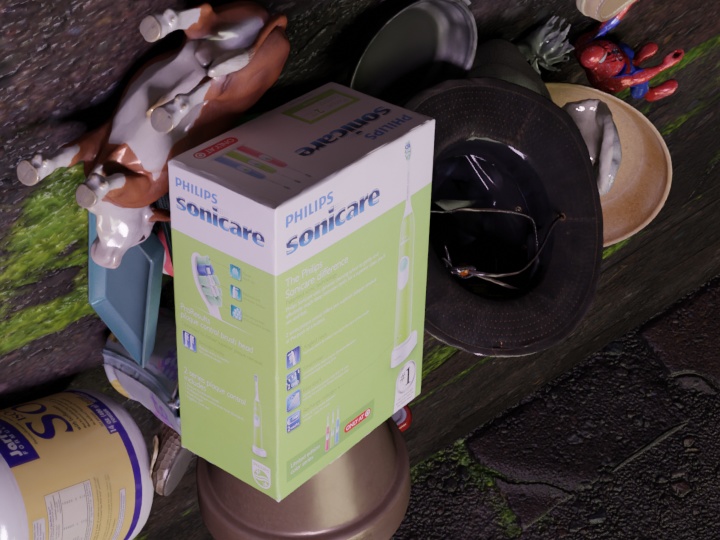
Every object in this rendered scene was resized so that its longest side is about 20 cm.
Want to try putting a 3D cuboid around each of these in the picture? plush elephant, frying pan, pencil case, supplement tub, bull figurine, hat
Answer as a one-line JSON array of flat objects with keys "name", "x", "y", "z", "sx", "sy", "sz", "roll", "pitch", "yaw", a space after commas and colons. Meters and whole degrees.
[{"name": "plush elephant", "x": 0.121, "y": -0.094, "z": 1.101, "sx": 0.199, "sy": 0.155, "sz": 0.165, "roll": -30, "pitch": 165, "yaw": -13}, {"name": "frying pan", "x": 0.048, "y": -0.172, "z": 0.945, "sx": 0.115, "sy": 0.031, "sz": 0.191, "roll": -3, "pitch": 126, "yaw": -46}, {"name": "pencil case", "x": -0.133, "y": 0.087, "z": 1.085, "sx": 0.090, "sy": 0.084, "sz": 0.200, "roll": -10, "pitch": -164, "yaw": -27}, {"name": "supplement tub", "x": -0.284, "y": 0.186, "z": 1.136, "sx": 0.200, "sy": 0.146, "sz": 0.145, "roll": -15, "pitch": 156, "yaw": -52}, {"name": "bull figurine", "x": -0.120, "y": -0.078, "z": 0.799, "sx": 0.200, "sy": 0.065, "sz": 0.121, "roll": -48, "pitch": 171, "yaw": 24}, {"name": "hat", "x": 0.082, "y": -0.034, "z": 1.002, "sx": 0.200, "sy": 0.201, "sz": 0.081, "roll": -28, "pitch": -178, "yaw": -22}]

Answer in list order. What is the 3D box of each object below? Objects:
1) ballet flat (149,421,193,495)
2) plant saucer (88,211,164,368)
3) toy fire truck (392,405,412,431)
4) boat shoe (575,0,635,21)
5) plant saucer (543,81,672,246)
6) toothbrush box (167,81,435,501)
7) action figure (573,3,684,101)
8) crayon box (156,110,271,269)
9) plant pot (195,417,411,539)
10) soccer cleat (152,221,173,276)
[{"name": "ballet flat", "x": -0.151, "y": 0.109, "z": 1.208, "sx": 0.068, "sy": 0.046, "sz": 0.201, "roll": 111, "pitch": -3, "yaw": -47}, {"name": "plant saucer", "x": -0.165, "y": 0.006, "z": 0.976, "sx": 0.019, "sy": 0.070, "sz": 0.200, "roll": -35, "pitch": 167, "yaw": -24}, {"name": "toy fire truck", "x": -0.069, "y": 0.138, "z": 1.401, "sx": 0.199, "sy": 0.168, "sz": 0.112, "roll": -33, "pitch": 165, "yaw": -5}, {"name": "boat shoe", "x": 0.252, "y": -0.254, "z": 1.060, "sx": 0.200, "sy": 0.065, "sz": 0.072, "roll": -41, "pitch": 164, "yaw": 22}, {"name": "plant saucer", "x": 0.179, "y": -0.100, "z": 1.247, "sx": 0.200, "sy": 0.199, "sz": 0.036, "roll": -49, "pitch": -161, "yaw": 45}, {"name": "toothbrush box", "x": -0.033, "y": 0.011, "z": 0.831, "sx": 0.145, "sy": 0.086, "sz": 0.201, "roll": -33, "pitch": 137, "yaw": -42}, {"name": "action figure", "x": 0.255, "y": -0.199, "z": 1.245, "sx": 0.099, "sy": 0.066, "sz": 0.200, "roll": -34, "pitch": 168, "yaw": 28}, {"name": "crayon box", "x": -0.047, "y": -0.046, "z": 0.948, "sx": 0.051, "sy": 0.128, "sz": 0.199, "roll": -11, "pitch": -175, "yaw": 41}, {"name": "plant pot", "x": -0.054, "y": 0.139, "z": 1.228, "sx": 0.200, "sy": 0.200, "sz": 0.175, "roll": -27, "pitch": 139, "yaw": -24}, {"name": "soccer cleat", "x": -0.095, "y": -0.031, "z": 1.055, "sx": 0.076, "sy": 0.067, "sz": 0.200, "roll": 0, "pitch": -171, "yaw": 25}]
